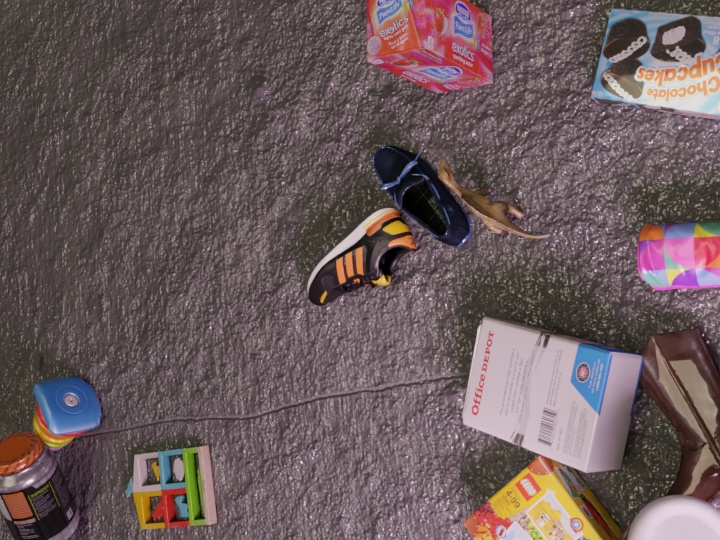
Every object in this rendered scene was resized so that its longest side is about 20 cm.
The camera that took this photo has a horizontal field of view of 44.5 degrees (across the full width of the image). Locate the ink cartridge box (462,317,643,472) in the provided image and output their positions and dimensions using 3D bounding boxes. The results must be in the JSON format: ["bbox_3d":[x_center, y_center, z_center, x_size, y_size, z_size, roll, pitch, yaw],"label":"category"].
[{"bbox_3d":[0.239,0.152,1.118,0.199,0.084,0.148,15,95,47],"label":"ink cartridge box"}]

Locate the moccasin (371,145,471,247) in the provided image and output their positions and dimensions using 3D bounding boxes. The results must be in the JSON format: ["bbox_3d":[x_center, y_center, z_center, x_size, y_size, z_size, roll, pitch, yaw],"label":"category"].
[{"bbox_3d":[0.084,-0.117,1.269,0.200,0.068,0.081,44,110,28],"label":"moccasin"}]

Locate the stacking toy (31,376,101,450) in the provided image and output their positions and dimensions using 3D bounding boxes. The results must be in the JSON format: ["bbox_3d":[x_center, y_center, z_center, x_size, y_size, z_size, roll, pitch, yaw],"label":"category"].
[{"bbox_3d":[-0.584,0.302,1.671,0.200,0.109,0.117,-50,61,33],"label":"stacking toy"}]

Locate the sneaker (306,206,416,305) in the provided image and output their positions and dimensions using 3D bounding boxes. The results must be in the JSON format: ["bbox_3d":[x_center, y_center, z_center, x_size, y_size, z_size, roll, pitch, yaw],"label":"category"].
[{"bbox_3d":[0.000,0.000,1.315,0.200,0.070,0.090,-45,62,20],"label":"sneaker"}]

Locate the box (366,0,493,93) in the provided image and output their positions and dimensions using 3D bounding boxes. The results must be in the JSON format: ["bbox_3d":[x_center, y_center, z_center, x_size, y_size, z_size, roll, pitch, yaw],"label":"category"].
[{"bbox_3d":[0.098,-0.316,1.194,0.095,0.199,0.101,-3,85,34],"label":"box"}]

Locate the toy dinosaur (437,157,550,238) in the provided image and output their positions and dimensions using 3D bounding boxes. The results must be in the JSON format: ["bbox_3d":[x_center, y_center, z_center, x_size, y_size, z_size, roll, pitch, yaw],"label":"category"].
[{"bbox_3d":[0.178,-0.076,1.185,0.200,0.101,0.059,40,107,29],"label":"toy dinosaur"}]

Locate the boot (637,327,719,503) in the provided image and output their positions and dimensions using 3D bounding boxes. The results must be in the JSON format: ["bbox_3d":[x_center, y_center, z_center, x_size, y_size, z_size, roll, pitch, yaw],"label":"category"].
[{"bbox_3d":[0.372,0.188,1.063,0.185,0.064,0.201,-33,73,13],"label":"boot"}]

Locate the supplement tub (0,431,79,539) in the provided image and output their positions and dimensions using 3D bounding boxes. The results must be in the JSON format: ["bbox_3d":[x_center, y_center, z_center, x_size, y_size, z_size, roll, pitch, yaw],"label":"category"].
[{"bbox_3d":[-0.601,0.403,1.608,0.121,0.122,0.202,10,123,33],"label":"supplement tub"}]

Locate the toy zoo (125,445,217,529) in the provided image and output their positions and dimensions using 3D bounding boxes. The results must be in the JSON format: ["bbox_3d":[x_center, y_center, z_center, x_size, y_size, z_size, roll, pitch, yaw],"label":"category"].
[{"bbox_3d":[-0.337,0.382,1.541,0.198,0.020,0.133,-14,79,32],"label":"toy zoo"}]

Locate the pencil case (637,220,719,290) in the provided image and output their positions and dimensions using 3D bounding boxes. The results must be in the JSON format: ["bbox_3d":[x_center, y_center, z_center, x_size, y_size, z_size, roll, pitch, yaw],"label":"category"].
[{"bbox_3d":[0.428,-0.018,1.031,0.198,0.088,0.090,0,87,35],"label":"pencil case"}]

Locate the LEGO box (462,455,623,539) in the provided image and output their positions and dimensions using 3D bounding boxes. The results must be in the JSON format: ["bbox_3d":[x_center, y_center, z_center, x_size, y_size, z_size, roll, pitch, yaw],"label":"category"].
[{"bbox_3d":[0.252,0.359,1.123,0.149,0.077,0.201,-47,64,22],"label":"LEGO box"}]

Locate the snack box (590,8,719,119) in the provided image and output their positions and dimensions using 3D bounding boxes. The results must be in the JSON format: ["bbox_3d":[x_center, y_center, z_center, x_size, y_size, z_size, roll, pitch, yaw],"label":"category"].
[{"bbox_3d":[0.397,-0.255,1.091,0.198,0.037,0.118,16,96,33],"label":"snack box"}]

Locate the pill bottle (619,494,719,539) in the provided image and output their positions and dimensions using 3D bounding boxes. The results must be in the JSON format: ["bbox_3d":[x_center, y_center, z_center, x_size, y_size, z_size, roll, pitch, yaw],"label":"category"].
[{"bbox_3d":[0.327,0.323,0.940,0.114,0.201,0.117,-3,59,4],"label":"pill bottle"}]
